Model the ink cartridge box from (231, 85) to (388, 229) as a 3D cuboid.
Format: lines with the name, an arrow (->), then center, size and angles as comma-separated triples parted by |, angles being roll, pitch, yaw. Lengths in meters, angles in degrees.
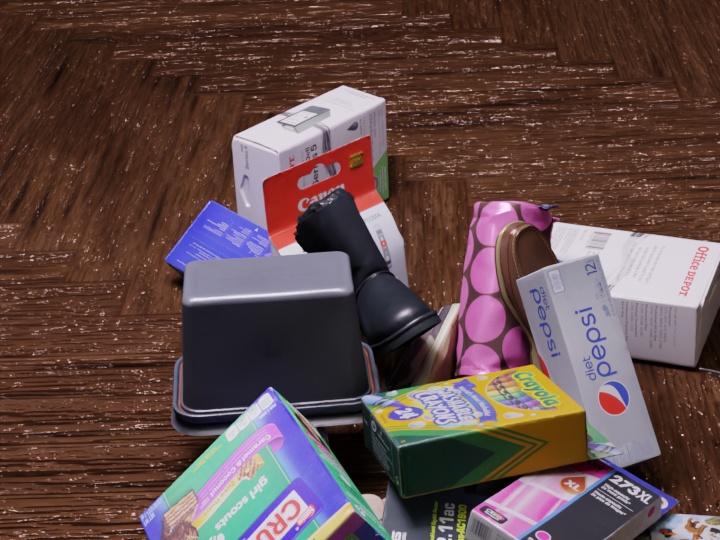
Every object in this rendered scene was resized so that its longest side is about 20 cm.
ink cartridge box -> -0.060, -0.130, 1.872 | 0.084, 0.146, 0.200 | 23, 39, 37

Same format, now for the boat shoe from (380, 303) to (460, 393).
boat shoe -> 0.063, 0.094, 1.536 | 0.065, 0.072, 0.200 | 6, 34, 15

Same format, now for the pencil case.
pencil case -> 0.154, 0.026, 1.538 | 0.094, 0.201, 0.091 | 16, -11, -33

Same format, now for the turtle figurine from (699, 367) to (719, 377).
turtle figurine -> 0.422, 0.110, 1.447 | 0.200, 0.101, 0.150 | -21, -7, -32

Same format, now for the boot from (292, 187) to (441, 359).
boot -> 0.000, 0.000, 1.501 | 0.076, 0.168, 0.200 | -31, 4, -7

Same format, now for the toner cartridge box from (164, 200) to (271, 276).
toner cartridge box -> -0.135, -0.005, 1.717 | 0.200, 0.043, 0.095 | 29, 79, 43

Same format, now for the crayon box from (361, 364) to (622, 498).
crayon box -> 0.112, 0.135, 1.293 | 0.199, 0.052, 0.126 | -9, 17, -13

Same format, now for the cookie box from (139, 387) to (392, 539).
cookie box -> -0.080, 0.222, 1.237 | 0.171, 0.075, 0.200 | -45, 35, 1

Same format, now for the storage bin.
storage bin -> -0.083, 0.056, 1.392 | 0.199, 0.135, 0.146 | -3, 29, -3

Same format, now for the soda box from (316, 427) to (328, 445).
soda box -> -0.085, 0.139, 1.463 | 0.068, 0.064, 0.200 | -10, 30, -11

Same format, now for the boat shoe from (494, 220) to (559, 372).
boat shoe -> 0.196, 0.043, 1.473 | 0.072, 0.201, 0.068 | -27, 13, -29

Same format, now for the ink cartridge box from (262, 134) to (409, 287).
ink cartridge box -> -0.023, -0.030, 1.632 | 0.162, 0.200, 0.050 | -26, 34, -34

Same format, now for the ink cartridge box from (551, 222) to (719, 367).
ink cartridge box -> 0.288, 0.024, 1.620 | 0.199, 0.085, 0.146 | 9, 32, 21

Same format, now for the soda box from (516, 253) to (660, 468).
soda box -> 0.214, 0.091, 1.397 | 0.063, 0.201, 0.068 | -15, -5, -19

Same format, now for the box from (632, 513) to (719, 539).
box -> 0.267, 0.262, 1.246 | 0.199, 0.038, 0.137 | 2, 30, 10

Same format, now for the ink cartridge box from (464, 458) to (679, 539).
ink cartridge box -> 0.185, 0.201, 1.246 | 0.095, 0.037, 0.200 | 29, 32, 31

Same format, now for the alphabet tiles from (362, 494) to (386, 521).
alphabet tiles -> 0.039, 0.260, 1.292 | 0.195, 0.015, 0.200 | -3, 29, -13

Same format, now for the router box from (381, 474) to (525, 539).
router box -> 0.093, 0.225, 1.281 | 0.149, 0.062, 0.200 | 5, 28, 4
